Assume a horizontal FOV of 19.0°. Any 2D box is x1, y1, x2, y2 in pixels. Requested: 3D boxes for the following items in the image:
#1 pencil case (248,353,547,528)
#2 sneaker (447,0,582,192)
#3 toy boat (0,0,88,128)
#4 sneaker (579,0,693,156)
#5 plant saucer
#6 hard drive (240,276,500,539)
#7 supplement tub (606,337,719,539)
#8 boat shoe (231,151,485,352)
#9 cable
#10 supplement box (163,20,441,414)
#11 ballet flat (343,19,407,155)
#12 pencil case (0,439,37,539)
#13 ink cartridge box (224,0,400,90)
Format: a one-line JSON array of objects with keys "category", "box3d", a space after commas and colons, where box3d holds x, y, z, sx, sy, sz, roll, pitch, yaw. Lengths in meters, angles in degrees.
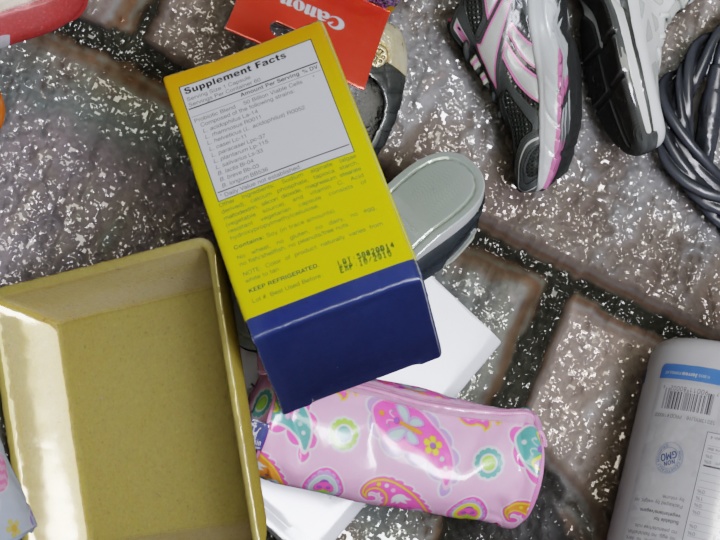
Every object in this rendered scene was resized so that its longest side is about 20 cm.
[{"category": "pencil case", "box3d": [0.019, 0.109, 1.391, 0.199, 0.087, 0.088, 14, 80, -11]}, {"category": "sneaker", "box3d": [0.104, -0.154, 1.485, 0.086, 0.080, 0.201, -2, 91, 18]}, {"category": "toy boat", "box3d": [-0.266, -0.138, 1.377, 0.199, 0.131, 0.131, -20, 117, -15]}, {"category": "sneaker", "box3d": [0.212, -0.182, 1.497, 0.115, 0.076, 0.202, -8, 77, -13]}, {"category": "plant saucer", "box3d": [-0.138, 0.093, 1.355, 0.048, 0.199, 0.201, -4, 83, -53]}, {"category": "hard drive", "box3d": [-0.018, 0.079, 1.443, 0.132, 0.025, 0.200, 42, 76, -5]}, {"category": "supplement tub", "box3d": [0.236, 0.156, 1.439, 0.131, 0.132, 0.201, 16, 81, -11]}, {"category": "boat shoe", "box3d": [0.000, 0.000, 1.411, 0.199, 0.060, 0.076, -29, 63, -11]}, {"category": "cable", "box3d": [0.303, -0.114, 1.536, 0.163, 0.051, 0.200, 45, 80, 0]}, {"category": "supplement box", "box3d": [-0.036, -0.034, 1.334, 0.108, 0.110, 0.201, -19, 61, -1]}, {"category": "ballet flat", "box3d": [-0.021, -0.082, 1.445, 0.066, 0.057, 0.201, 30, 76, -5]}, {"category": "pencil case", "box3d": [-0.278, 0.094, 1.350, 0.090, 0.083, 0.201, -24, 90, -28]}, {"category": "ink cartridge box", "box3d": [-0.010, -0.233, 1.449, 0.109, 0.050, 0.201, 23, 64, -9]}]
